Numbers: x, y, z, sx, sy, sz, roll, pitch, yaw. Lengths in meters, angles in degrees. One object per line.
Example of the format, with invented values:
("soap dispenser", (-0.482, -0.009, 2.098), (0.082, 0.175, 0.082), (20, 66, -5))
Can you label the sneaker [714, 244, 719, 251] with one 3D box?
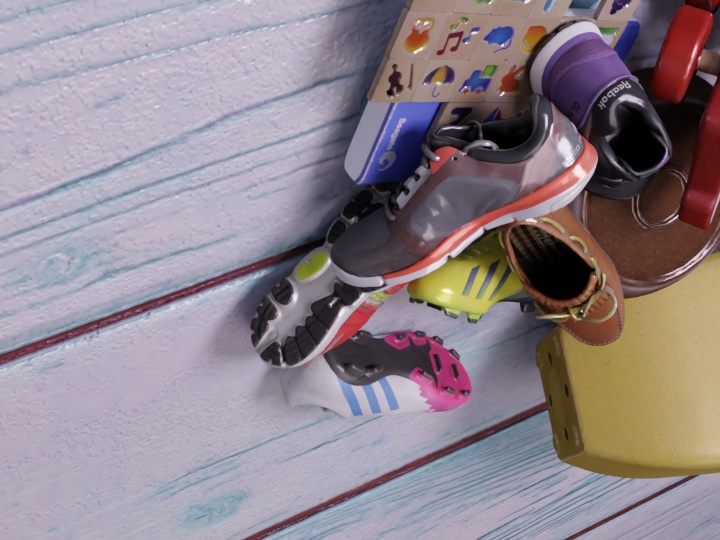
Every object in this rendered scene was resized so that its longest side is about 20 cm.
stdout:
("sneaker", (0.405, -0.059, 1.129), (0.077, 0.079, 0.200), (-36, 168, -11))

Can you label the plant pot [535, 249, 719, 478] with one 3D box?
("plant pot", (0.277, 0.103, 1.092), (0.197, 0.198, 0.194), (-10, 167, -5))

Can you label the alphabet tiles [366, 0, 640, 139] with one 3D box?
("alphabet tiles", (0.100, -0.152, 0.755), (0.198, 0.008, 0.168), (-7, 137, -36))

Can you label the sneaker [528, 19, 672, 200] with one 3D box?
("sneaker", (0.181, -0.085, 0.823), (0.076, 0.088, 0.200), (-40, 147, 6))

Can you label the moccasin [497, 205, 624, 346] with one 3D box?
("moccasin", (0.157, 0.003, 0.895), (0.073, 0.078, 0.202), (-12, 140, 19))

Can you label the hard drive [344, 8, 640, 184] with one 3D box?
("hard drive", (0.094, -0.123, 0.815), (0.198, 0.025, 0.133), (-8, 137, -36))

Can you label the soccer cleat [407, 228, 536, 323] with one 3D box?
("soccer cleat", (0.108, -0.007, 0.957), (0.199, 0.064, 0.085), (-5, 113, -49))

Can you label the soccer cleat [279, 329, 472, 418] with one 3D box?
("soccer cleat", (0.013, 0.093, 1.008), (0.086, 0.070, 0.199), (-36, 147, 31))

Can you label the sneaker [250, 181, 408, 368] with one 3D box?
("sneaker", (0.000, 0.000, 0.889), (0.199, 0.077, 0.085), (-38, 166, 5))

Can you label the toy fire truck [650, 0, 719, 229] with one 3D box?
("toy fire truck", (0.284, -0.150, 0.861), (0.168, 0.111, 0.202), (78, 35, -63))

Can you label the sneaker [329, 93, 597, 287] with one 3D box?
("sneaker", (0.055, -0.061, 0.782), (0.198, 0.077, 0.082), (-27, 123, 19))

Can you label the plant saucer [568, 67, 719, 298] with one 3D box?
("plant saucer", (0.241, -0.064, 0.959), (0.198, 0.034, 0.203), (-9, 115, -20))

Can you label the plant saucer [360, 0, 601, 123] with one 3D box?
("plant saucer", (0.086, -0.157, 0.805), (0.199, 0.019, 0.070), (-37, 146, 4))
